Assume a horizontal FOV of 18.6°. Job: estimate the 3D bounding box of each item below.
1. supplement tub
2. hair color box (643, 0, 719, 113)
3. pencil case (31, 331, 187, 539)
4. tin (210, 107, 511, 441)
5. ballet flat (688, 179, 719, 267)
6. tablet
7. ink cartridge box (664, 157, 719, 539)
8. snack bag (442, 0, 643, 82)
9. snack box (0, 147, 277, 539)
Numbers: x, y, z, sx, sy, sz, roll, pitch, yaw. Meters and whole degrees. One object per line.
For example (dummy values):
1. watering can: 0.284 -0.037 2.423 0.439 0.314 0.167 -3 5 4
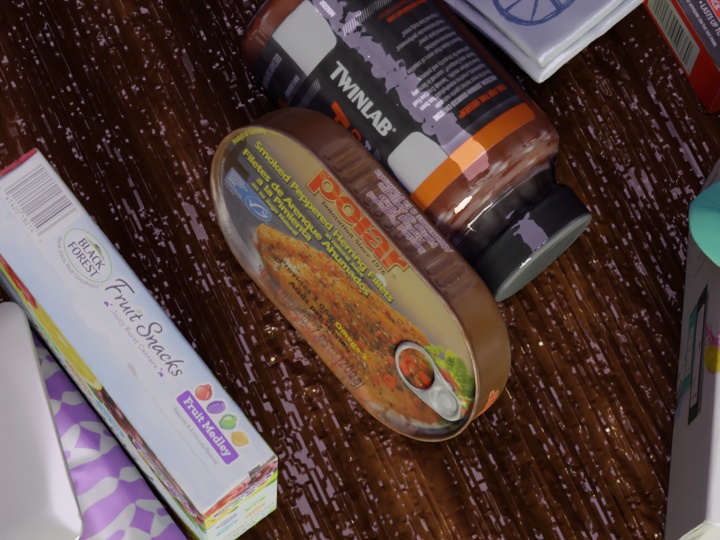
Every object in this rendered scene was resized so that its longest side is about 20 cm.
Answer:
1. supplement tub: 0.033 -0.079 1.181 0.107 0.107 0.200 -40 79 -10
2. hair color box: 0.262 -0.180 1.233 0.200 0.061 0.102 -27 77 -8
3. pencil case: -0.160 0.116 1.139 0.200 0.084 0.085 49 46 11
4. tin: 0.000 0.000 1.158 0.042 0.112 0.200 -34 78 -34
5. ballet flat: 0.251 0.002 1.032 0.200 0.070 0.067 28 77 7
6. tablet: -0.245 0.107 1.106 0.200 0.014 0.130 -21 74 9
7. ink cartridge box: 0.244 0.052 1.131 0.147 0.146 0.200 6 76 1
8. snack bag: 0.107 -0.214 1.228 0.189 0.021 0.200 -40 55 -9
9. snack box: -0.121 0.046 1.128 0.053 0.142 0.200 -36 79 -10
